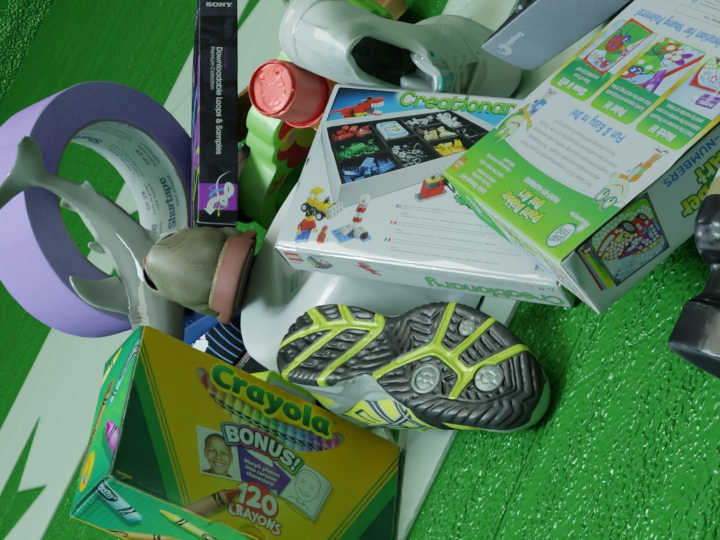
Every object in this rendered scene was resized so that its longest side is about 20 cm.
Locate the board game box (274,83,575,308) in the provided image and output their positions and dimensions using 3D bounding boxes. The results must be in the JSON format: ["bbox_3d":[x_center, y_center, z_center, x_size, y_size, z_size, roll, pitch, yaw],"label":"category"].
[{"bbox_3d":[0.055,-0.051,1.128,0.200,0.035,0.126,8,66,28],"label":"board game box"}]

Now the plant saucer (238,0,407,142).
[{"bbox_3d":[-0.047,-0.179,1.545,0.200,0.032,0.200,-37,8,6],"label":"plant saucer"}]

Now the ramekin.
[{"bbox_3d":[0.000,0.000,1.255,0.200,0.098,0.201,-47,26,32],"label":"ramekin"}]

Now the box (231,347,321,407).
[{"bbox_3d":[-0.102,0.155,1.368,0.200,0.049,0.160,-51,26,26],"label":"box"}]

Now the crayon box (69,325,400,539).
[{"bbox_3d":[-0.075,0.132,1.126,0.058,0.200,0.119,-44,28,41],"label":"crayon box"}]

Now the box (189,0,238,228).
[{"bbox_3d":[-0.118,-0.101,1.415,0.143,0.036,0.200,109,163,-66],"label":"box"}]

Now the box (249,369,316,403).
[{"bbox_3d":[-0.111,0.137,1.279,0.200,0.048,0.122,-12,53,63],"label":"box"}]

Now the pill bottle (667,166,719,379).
[{"bbox_3d":[0.218,-0.038,0.794,0.200,0.112,0.112,-63,22,-4],"label":"pill bottle"}]

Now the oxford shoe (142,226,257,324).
[{"bbox_3d":[-0.116,-0.005,1.274,0.200,0.075,0.071,132,152,-83],"label":"oxford shoe"}]

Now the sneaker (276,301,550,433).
[{"bbox_3d":[0.041,0.066,1.112,0.200,0.076,0.075,11,66,43],"label":"sneaker"}]

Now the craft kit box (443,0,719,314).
[{"bbox_3d":[0.158,-0.082,0.991,0.197,0.049,0.200,-39,23,-1],"label":"craft kit box"}]

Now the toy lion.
[{"bbox_3d":[-0.034,-0.118,1.373,0.200,0.069,0.192,-58,-18,13],"label":"toy lion"}]

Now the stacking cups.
[{"bbox_3d":[-0.007,-0.116,1.288,0.060,0.200,0.061,1,91,32],"label":"stacking cups"}]

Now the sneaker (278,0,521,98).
[{"bbox_3d":[0.044,-0.137,1.219,0.088,0.200,0.075,34,112,49],"label":"sneaker"}]

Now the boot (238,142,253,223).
[{"bbox_3d":[-0.055,-0.124,1.577,0.200,0.070,0.146,-41,16,19],"label":"boot"}]

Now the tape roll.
[{"bbox_3d":[-0.210,-0.049,1.446,0.066,0.200,0.200,-17,47,41],"label":"tape roll"}]

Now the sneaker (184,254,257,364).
[{"bbox_3d":[-0.096,0.048,1.466,0.200,0.078,0.070,-26,34,23],"label":"sneaker"}]

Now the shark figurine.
[{"bbox_3d":[-0.176,-0.025,1.356,0.089,0.215,0.128,-30,11,37],"label":"shark figurine"}]

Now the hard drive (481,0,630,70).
[{"bbox_3d":[0.172,-0.206,1.128,0.200,0.042,0.135,-36,8,50],"label":"hard drive"}]
